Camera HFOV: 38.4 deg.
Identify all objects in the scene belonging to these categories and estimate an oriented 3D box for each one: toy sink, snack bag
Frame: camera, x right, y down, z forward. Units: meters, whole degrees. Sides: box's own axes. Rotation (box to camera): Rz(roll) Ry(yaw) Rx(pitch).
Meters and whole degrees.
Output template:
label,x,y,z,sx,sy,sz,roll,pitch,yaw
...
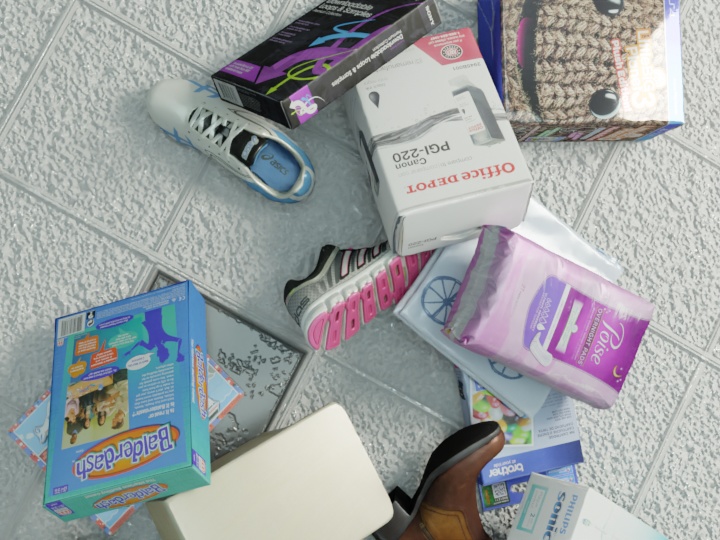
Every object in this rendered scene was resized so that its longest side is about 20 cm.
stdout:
label,x,y,z,sx,sy,sz,roll,pitch,yaw
toy sink,-0.090,0.235,1.018,0.198,0.112,0.132,-28,90,-26
snack bag,0.158,0.020,1.083,0.187,0.021,0.202,37,79,-9

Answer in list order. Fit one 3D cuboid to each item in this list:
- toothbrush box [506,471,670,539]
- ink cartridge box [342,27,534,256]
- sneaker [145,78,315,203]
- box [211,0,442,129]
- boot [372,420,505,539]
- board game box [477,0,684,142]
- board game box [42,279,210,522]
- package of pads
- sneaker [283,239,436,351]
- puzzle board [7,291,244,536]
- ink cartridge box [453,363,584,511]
label,x,y,z,sx,sy,sz,roll,pitch,yaw
toothbrush box,0.234,0.315,1.039,0.199,0.085,0.148,34,72,-32
ink cartridge box,0.074,-0.132,1.048,0.143,0.085,0.203,-14,65,-8
sneaker,-0.131,-0.138,1.063,0.198,0.072,0.073,31,85,-4
box,-0.035,-0.221,1.031,0.199,0.142,0.036,-37,126,-21
boot,0.132,0.276,1.061,0.200,0.069,0.188,44,100,-3
board game box,0.232,-0.226,1.105,0.196,0.097,0.163,-2,88,-8
board game box,-0.220,0.120,0.980,0.149,0.045,0.203,-15,54,10
package of pads,0.185,0.048,1.023,0.198,0.075,0.122,25,88,-24
sneaker,0.000,0.000,1.072,0.199,0.075,0.087,-34,50,-25
puzzle board,-0.239,0.147,1.062,0.151,0.017,0.200,45,83,-4
ink cartridge box,0.169,0.149,1.109,0.117,0.042,0.204,-10,90,-8
